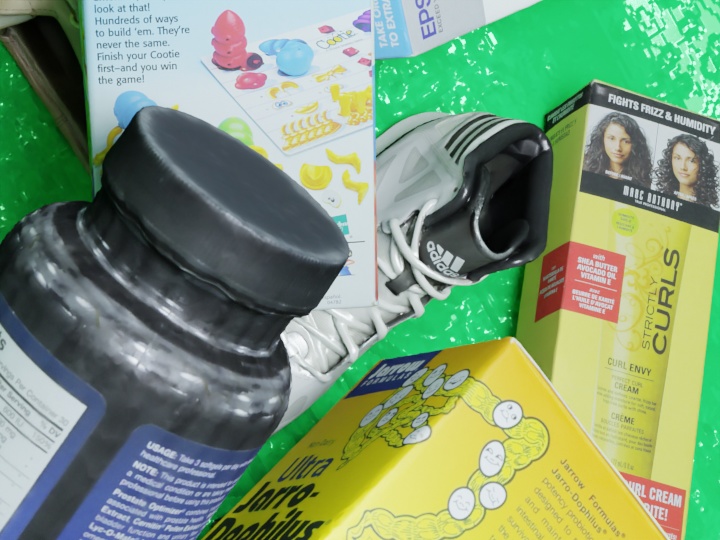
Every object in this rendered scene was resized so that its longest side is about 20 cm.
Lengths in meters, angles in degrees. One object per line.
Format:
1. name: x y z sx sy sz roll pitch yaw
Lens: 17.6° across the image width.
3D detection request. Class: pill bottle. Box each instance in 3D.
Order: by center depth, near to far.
1. pill bottle: -0.093 0.049 0.786 0.112 0.112 0.200 31 106 -18

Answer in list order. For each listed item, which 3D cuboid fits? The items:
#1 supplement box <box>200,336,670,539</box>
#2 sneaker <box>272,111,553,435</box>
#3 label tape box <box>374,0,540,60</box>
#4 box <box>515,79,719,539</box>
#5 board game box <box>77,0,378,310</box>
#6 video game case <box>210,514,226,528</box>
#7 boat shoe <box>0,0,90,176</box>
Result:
1. supplement box: -0.001 0.132 0.858 0.200 0.109 0.110 -44 104 -25
2. sneaker: 0.000 -0.001 0.946 0.200 0.115 0.076 -44 103 -19
3. label tape box: 0.016 -0.165 0.930 0.199 0.066 0.144 -27 116 -32
4. box: 0.108 0.024 1.005 0.075 0.050 0.201 17 69 -16
5. board game box: -0.051 -0.095 0.850 0.104 0.103 0.201 -3 112 -6
6. video game case: 0.054 0.156 1.009 0.199 0.025 0.182 -22 95 -24
7. boat shoe: -0.130 -0.115 0.921 0.066 0.074 0.200 -45 103 -25
